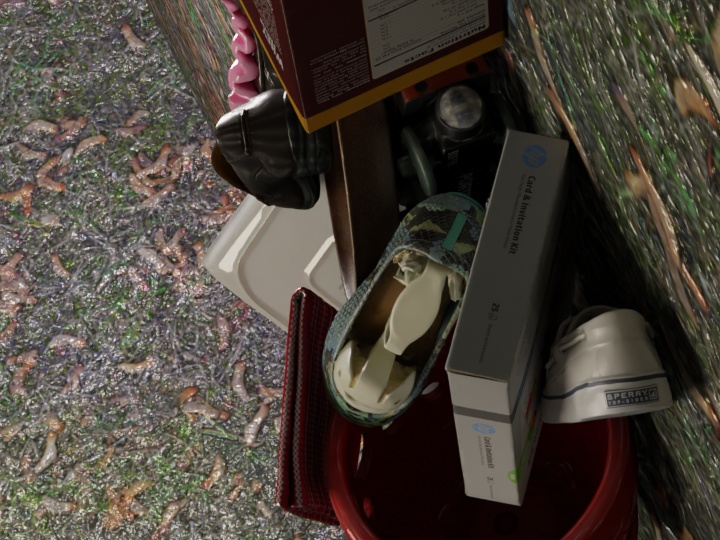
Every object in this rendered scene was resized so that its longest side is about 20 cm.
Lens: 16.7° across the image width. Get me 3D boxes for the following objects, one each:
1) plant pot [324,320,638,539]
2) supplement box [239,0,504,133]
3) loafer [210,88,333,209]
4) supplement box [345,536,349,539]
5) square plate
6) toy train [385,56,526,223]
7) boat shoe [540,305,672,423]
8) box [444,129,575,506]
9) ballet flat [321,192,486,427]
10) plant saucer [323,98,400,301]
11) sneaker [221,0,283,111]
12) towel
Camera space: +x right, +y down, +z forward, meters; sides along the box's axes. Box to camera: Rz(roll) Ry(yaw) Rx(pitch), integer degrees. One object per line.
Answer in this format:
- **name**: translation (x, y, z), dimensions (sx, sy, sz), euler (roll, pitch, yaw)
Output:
- **plant pot**: translation (0.091, 0.148, 1.628), dimensions (0.201, 0.200, 0.183), euler (62, 179, 31)
- **supplement box**: translation (-0.020, -0.225, 1.397), dimensions (0.200, 0.132, 0.198), euler (80, 164, -66)
- **loafer**: translation (-0.062, -0.080, 1.589), dimensions (0.200, 0.072, 0.073), euler (111, 152, -77)
- **supplement box**: translation (0.098, 0.241, 1.853), dimensions (0.104, 0.199, 0.131), euler (-63, 34, 23)
- **square plate**: translation (0.000, 0.000, 1.726), dimensions (0.198, 0.028, 0.200), euler (38, 133, 1)
- **toy train**: translation (0.050, -0.091, 1.563), dimensions (0.200, 0.085, 0.114), euler (86, 162, -73)
- **boat shoe**: translation (0.144, 0.053, 1.431), dimensions (0.200, 0.073, 0.066), euler (145, 117, -82)
- **box**: translation (0.092, 0.033, 1.467), dimensions (0.200, 0.041, 0.157), euler (80, -156, -64)
- **ballet flat**: translation (0.019, 0.038, 1.493), dimensions (0.074, 0.074, 0.201), euler (61, 142, 37)
- **plant saucer**: translation (-0.002, -0.073, 1.568), dimensions (0.200, 0.036, 0.202), euler (172, 90, -85)
- **sneaker**: translation (-0.042, -0.172, 1.660), dimensions (0.095, 0.079, 0.201), euler (19, 144, 20)
- **towel**: translation (-0.023, 0.094, 1.634), dimensions (0.200, 0.022, 0.146), euler (41, -128, -77)
